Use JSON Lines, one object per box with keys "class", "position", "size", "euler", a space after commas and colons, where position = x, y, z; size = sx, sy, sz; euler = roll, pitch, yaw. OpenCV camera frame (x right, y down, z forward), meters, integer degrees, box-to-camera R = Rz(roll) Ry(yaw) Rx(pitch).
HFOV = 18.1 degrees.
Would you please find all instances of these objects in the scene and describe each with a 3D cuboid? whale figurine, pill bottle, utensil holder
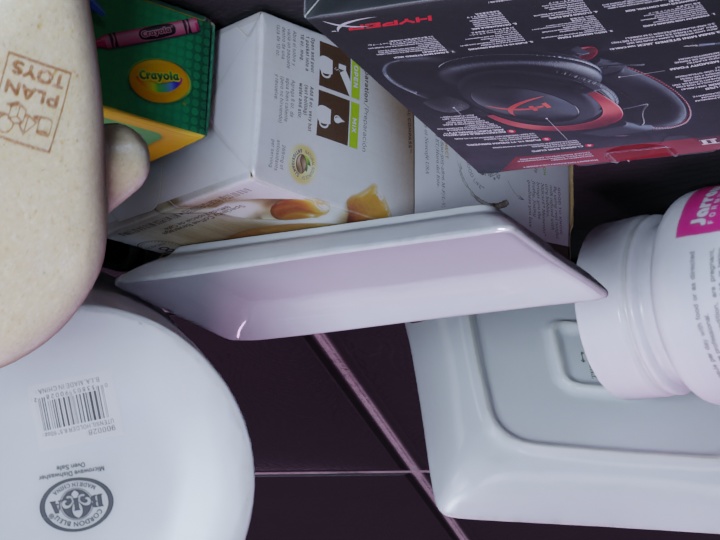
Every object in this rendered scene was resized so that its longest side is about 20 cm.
{"class": "whale figurine", "position": [-0.152, -0.062, 0.845], "size": [0.159, 0.201, 0.104], "euler": [15, -176, -40]}
{"class": "pill bottle", "position": [0.216, 0.008, 1.137], "size": [0.200, 0.114, 0.113], "euler": [-10, 160, 33]}
{"class": "utensil holder", "position": [-0.139, 0.087, 1.039], "size": [0.169, 0.171, 0.200], "euler": [5, -177, -12]}

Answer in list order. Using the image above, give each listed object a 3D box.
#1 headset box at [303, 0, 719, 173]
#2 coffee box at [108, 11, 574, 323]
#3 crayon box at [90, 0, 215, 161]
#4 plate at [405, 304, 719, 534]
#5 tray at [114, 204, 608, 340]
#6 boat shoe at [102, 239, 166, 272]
{"class": "headset box", "position": [0.086, -0.101, 0.855], "size": [0.148, 0.075, 0.200], "euler": [-6, 162, 23]}
{"class": "coffee box", "position": [-0.007, -0.042, 1.049], "size": [0.200, 0.080, 0.114], "euler": [16, 158, -39]}
{"class": "crayon box", "position": [-0.175, -0.089, 0.943], "size": [0.200, 0.058, 0.119], "euler": [15, 159, -37]}
{"class": "plate", "position": [0.127, 0.057, 1.230], "size": [0.199, 0.200, 0.032], "euler": [5, 130, -13]}
{"class": "tray", "position": [0.000, 0.000, 1.008], "size": [0.199, 0.022, 0.107], "euler": [-7, 162, 28]}
{"class": "boat shoe", "position": [-0.118, -0.027, 1.144], "size": [0.201, 0.063, 0.074], "euler": [13, 159, -37]}
